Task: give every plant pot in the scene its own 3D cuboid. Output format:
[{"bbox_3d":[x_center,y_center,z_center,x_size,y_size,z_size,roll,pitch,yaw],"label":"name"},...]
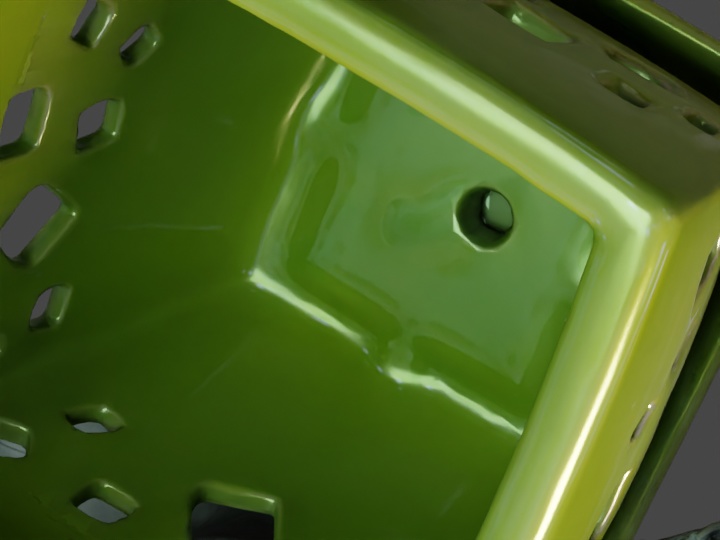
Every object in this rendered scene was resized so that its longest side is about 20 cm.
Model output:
[{"bbox_3d":[0.000,0.000,0.785,0.200,0.181,0.200,32,116,19],"label":"plant pot"}]

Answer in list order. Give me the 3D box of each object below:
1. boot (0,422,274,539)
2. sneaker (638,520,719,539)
[{"bbox_3d":[-0.050,0.084,0.866,0.199,0.131,0.068,20,112,23],"label":"boot"},{"bbox_3d":[0.115,0.050,0.758,0.115,0.075,0.201,-9,61,36],"label":"sneaker"}]
